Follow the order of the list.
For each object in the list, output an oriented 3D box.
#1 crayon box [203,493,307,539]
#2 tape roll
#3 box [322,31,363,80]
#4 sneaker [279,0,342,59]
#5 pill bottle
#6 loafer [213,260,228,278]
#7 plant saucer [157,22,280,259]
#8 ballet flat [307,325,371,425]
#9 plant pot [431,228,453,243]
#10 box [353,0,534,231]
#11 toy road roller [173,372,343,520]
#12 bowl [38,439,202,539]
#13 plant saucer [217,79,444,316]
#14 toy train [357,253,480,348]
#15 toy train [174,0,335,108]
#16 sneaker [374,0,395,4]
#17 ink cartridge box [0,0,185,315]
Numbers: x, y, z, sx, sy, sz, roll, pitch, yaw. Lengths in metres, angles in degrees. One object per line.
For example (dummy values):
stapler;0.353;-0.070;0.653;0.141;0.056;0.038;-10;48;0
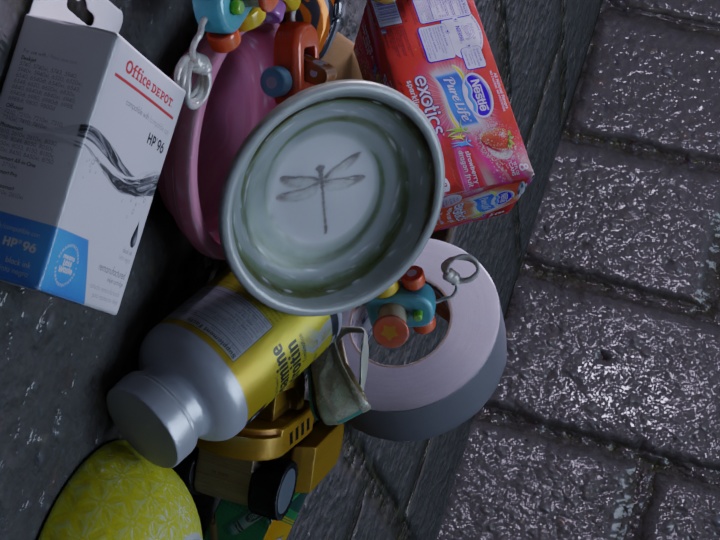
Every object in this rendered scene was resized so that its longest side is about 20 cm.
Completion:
crayon box;-0.129;0.300;1.259;0.201;0.058;0.119;-65;168;17
tape roll;0.046;0.067;1.232;0.066;0.198;0.202;69;37;-54
box;-0.041;-0.125;1.155;0.163;0.021;0.202;28;74;-36
sneaker;-0.068;-0.266;1.018;0.112;0.077;0.202;-36;128;-61
pill bottle;-0.114;0.071;1.033;0.200;0.111;0.113;-43;148;-35
loafer;-0.093;0.034;1.200;0.200;0.067;0.077;76;32;-62
plant saucer;-0.111;-0.111;1.009;0.200;0.050;0.203;11;90;-72
ballet flat;-0.025;0.051;1.181;0.067;0.062;0.202;53;24;-63
plant pot;-0.006;-0.055;1.308;0.199;0.093;0.202;-17;135;-18
box;0.071;-0.146;1.110;0.096;0.099;0.202;113;-39;-70
toy road roller;-0.094;0.138;1.190;0.200;0.122;0.148;-29;130;-69
bowl;-0.181;0.250;1.011;0.200;0.107;0.202;14;90;-75
plant saucer;-0.028;-0.062;0.995;0.198;0.050;0.202;-13;120;-23
toy train;0.000;0.000;1.093;0.150;0.199;0.056;-52;-162;41
toy train;-0.064;-0.179;0.920;0.200;0.055;0.152;-22;117;-66
sneaker;0.035;-0.286;1.038;0.088;0.075;0.200;-58;-172;23
ink cartridge box;-0.175;-0.083;0.782;0.116;0.067;0.202;35;70;-74
